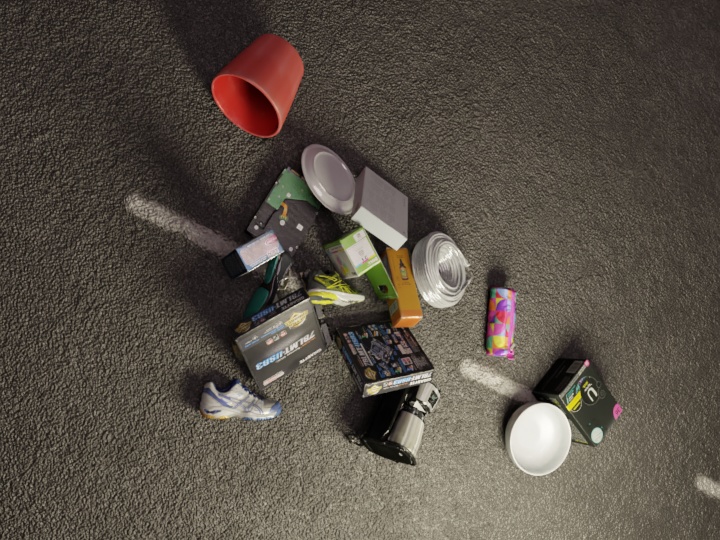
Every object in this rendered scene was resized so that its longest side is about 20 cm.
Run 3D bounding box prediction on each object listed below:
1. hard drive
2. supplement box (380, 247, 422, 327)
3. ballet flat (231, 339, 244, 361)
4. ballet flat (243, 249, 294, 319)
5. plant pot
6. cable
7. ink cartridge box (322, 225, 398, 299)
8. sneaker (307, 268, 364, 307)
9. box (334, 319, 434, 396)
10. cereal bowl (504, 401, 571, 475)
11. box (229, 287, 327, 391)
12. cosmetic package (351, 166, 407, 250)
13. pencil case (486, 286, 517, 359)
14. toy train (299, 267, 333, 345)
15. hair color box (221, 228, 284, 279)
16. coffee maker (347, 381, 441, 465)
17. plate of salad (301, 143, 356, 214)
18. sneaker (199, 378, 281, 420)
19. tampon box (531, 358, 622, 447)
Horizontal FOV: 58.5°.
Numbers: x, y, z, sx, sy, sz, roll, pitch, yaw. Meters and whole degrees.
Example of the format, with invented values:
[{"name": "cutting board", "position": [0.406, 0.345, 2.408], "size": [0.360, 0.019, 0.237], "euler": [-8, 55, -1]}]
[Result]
[{"name": "hard drive", "position": [-0.187, -0.144, 1.629], "size": [0.138, 0.038, 0.203], "euler": [34, 74, -17]}, {"name": "supplement box", "position": [0.103, 0.043, 1.683], "size": [0.065, 0.069, 0.205], "euler": [0, 64, -22]}, {"name": "ballet flat", "position": [-0.219, 0.168, 1.577], "size": [0.196, 0.070, 0.072], "euler": [-19, 92, -24]}, {"name": "ballet flat", "position": [-0.217, 0.047, 1.577], "size": [0.072, 0.073, 0.204], "euler": [24, 88, -18]}, {"name": "plant pot", "position": [-0.238, -0.460, 1.566], "size": [0.199, 0.199, 0.180], "euler": [36, 64, -15]}, {"name": "cable", "position": [0.213, -0.003, 1.726], "size": [0.202, 0.068, 0.201], "euler": [57, 41, -21]}, {"name": "ink cartridge box", "position": [0.000, 0.000, 1.634], "size": [0.075, 0.147, 0.203], "euler": [-30, 97, -19]}, {"name": "sneaker", "position": [-0.059, 0.041, 1.619], "size": [0.198, 0.073, 0.087], "euler": [11, 68, -52]}, {"name": "box", "position": [0.058, 0.213, 1.618], "size": [0.194, 0.201, 0.051], "euler": [-9, 130, -23]}, {"name": "cereal bowl", "position": [0.493, 0.470, 1.827], "size": [0.194, 0.083, 0.206], "euler": [0, 91, -17]}, {"name": "box", "position": [-0.189, 0.164, 1.521], "size": [0.197, 0.050, 0.201], "euler": [-29, 134, -15]}, {"name": "cosmetic package", "position": [0.053, -0.163, 1.662], "size": [0.149, 0.052, 0.202], "euler": [32, 34, -18]}, {"name": "pencil case", "position": [0.405, 0.149, 1.827], "size": [0.086, 0.088, 0.206], "euler": [6, 82, -22]}, {"name": "toy train", "position": [-0.112, 0.091, 1.635], "size": [0.033, 0.046, 0.205], "euler": [-19, 94, -18]}, {"name": "hair color box", "position": [-0.256, -0.035, 1.501], "size": [0.099, 0.199, 0.062], "euler": [-32, 97, -22]}, {"name": "coffee maker", "position": [0.087, 0.362, 1.633], "size": [0.188, 0.136, 0.203], "euler": [19, 59, 13]}, {"name": "plate of salad", "position": [-0.082, -0.231, 1.651], "size": [0.198, 0.048, 0.204], "euler": [31, 45, -36]}, {"name": "sneaker", "position": [-0.279, 0.305, 1.525], "size": [0.195, 0.075, 0.091], "euler": [7, 86, -23]}, {"name": "tampon box", "position": [0.634, 0.382, 1.877], "size": [0.150, 0.126, 0.201], "euler": [-43, 101, -20]}]
